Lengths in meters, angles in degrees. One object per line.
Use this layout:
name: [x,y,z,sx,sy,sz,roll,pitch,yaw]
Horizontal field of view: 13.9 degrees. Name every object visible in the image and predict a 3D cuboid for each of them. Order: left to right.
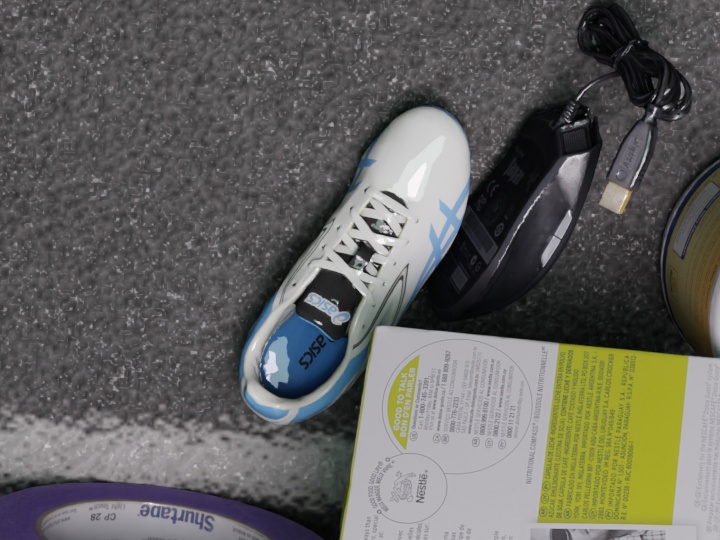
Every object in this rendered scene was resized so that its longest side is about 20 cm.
tape roll: [-0.114,0.185,1.607,0.199,0.200,0.085,7,101,-8]
sneaker: [0.000,0.000,1.640,0.072,0.072,0.201,31,98,1]
coffee box: [0.090,0.167,1.568,0.197,0.200,0.201,5,62,7]
computer mouse: [0.117,-0.041,1.616,0.046,0.140,0.201,28,99,-25]
supplement tub: [0.250,0.014,1.606,0.144,0.200,0.145,-1,103,-5]
